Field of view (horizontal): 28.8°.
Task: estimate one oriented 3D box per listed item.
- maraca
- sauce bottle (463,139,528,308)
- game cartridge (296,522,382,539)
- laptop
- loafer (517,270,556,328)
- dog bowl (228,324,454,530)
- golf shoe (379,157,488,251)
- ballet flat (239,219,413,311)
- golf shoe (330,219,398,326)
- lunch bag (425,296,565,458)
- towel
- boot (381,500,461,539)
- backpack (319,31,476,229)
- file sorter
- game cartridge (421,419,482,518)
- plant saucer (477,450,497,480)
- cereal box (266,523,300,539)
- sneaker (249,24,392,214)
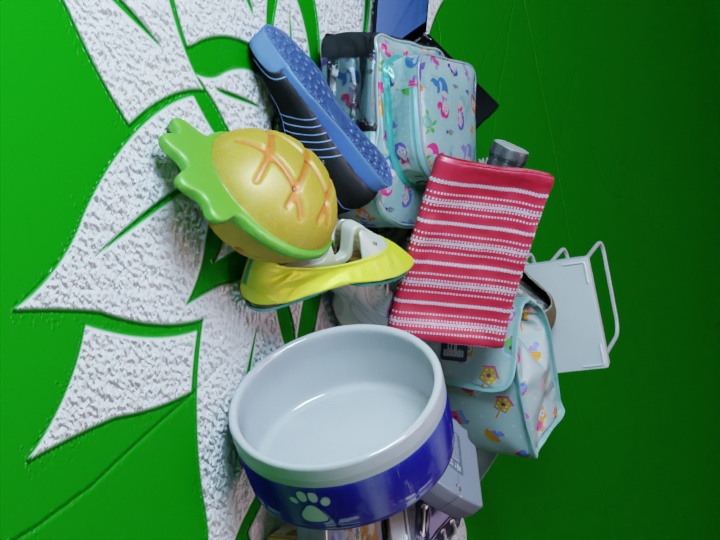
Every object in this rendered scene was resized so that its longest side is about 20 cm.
[{"bbox_3d":[-0.096,-0.071,1.227,0.200,0.107,0.137,17,36,-49],"label":"maraca"},{"bbox_3d":[0.123,-0.039,1.485,0.065,0.065,0.201,-14,127,-64],"label":"sauce bottle"},{"bbox_3d":[-0.017,0.293,1.378,0.133,0.041,0.201,-15,100,-69],"label":"game cartridge"},{"bbox_3d":[0.093,-0.264,1.624,0.200,0.103,0.177,45,34,0],"label":"laptop"},{"bbox_3d":[0.150,0.005,1.660,0.076,0.200,0.067,-62,179,-25],"label":"loafer"},{"bbox_3d":[-0.016,0.140,1.283,0.200,0.199,0.079,-60,144,-47],"label":"dog bowl"},{"bbox_3d":[0.096,-0.040,1.557,0.200,0.078,0.097,-42,129,-12],"label":"golf shoe"},{"bbox_3d":[-0.027,-0.013,1.340,0.199,0.067,0.067,-14,119,-35],"label":"ballet flat"},{"bbox_3d":[0.000,0.000,1.449,0.200,0.091,0.076,56,42,-47],"label":"golf shoe"},{"bbox_3d":[0.135,0.108,1.637,0.122,0.170,0.201,-50,135,-42],"label":"lunch bag"},{"bbox_3d":[0.114,-0.016,1.440,0.144,0.022,0.201,8,106,-26],"label":"towel"},{"bbox_3d":[0.071,0.297,1.540,0.073,0.090,0.201,125,-36,-66],"label":"boot"},{"bbox_3d":[0.036,-0.141,1.471,0.177,0.150,0.201,1,96,-59],"label":"backpack"},{"bbox_3d":[0.213,0.049,1.767,0.125,0.199,0.139,-38,117,-65],"label":"file sorter"},{"bbox_3d":[0.052,0.175,1.491,0.200,0.040,0.134,41,22,-25],"label":"game cartridge"},{"bbox_3d":[0.173,0.192,1.802,0.201,0.039,0.201,-61,175,-8],"label":"plant saucer"},{"bbox_3d":[-0.031,0.313,1.435,0.200,0.039,0.144,-18,106,-64],"label":"cereal box"},{"bbox_3d":[-0.055,-0.139,1.355,0.200,0.078,0.070,53,22,-14],"label":"sneaker"}]
